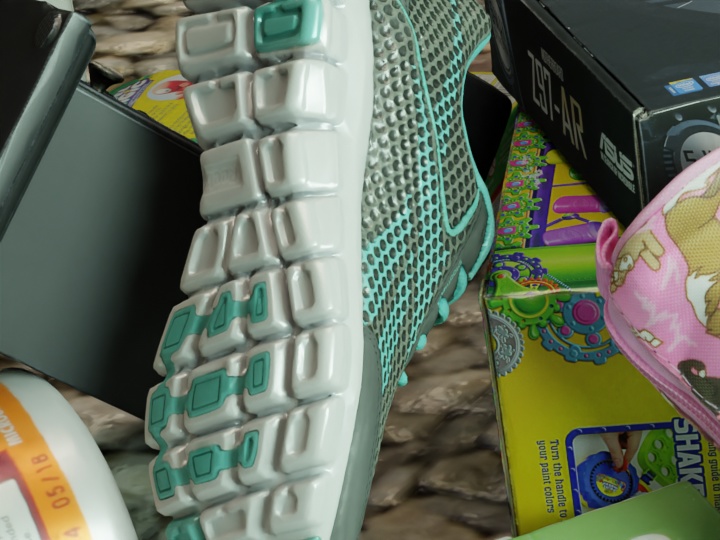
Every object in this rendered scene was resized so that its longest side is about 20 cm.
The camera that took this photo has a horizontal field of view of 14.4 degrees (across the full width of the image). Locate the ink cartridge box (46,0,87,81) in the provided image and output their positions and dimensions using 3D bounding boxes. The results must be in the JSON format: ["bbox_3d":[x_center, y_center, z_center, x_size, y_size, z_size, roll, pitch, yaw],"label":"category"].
[{"bbox_3d":[-0.202,-0.113,1.172,0.146,0.201,0.084,-24,28,-30],"label":"ink cartridge box"}]

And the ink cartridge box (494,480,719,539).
[{"bbox_3d":[0.018,0.127,0.734,0.199,0.060,0.104,-16,25,-13],"label":"ink cartridge box"}]

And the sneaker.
[{"bbox_3d":[0.000,0.000,0.760,0.091,0.201,0.077,14,-13,-40],"label":"sneaker"}]

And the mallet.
[{"bbox_3d":[-0.004,-0.028,0.970,0.041,0.066,0.200,27,-12,-14],"label":"mallet"}]

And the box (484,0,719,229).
[{"bbox_3d":[0.152,-0.073,0.848,0.199,0.044,0.160,-12,25,-9],"label":"box"}]

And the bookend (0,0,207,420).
[{"bbox_3d":[-0.074,-0.009,0.875,0.198,0.092,0.200,28,-4,-32],"label":"bookend"}]

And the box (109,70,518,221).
[{"bbox_3d":[-0.036,-0.039,1.137,0.199,0.049,0.117,4,28,23],"label":"box"}]

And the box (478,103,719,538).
[{"bbox_3d":[0.145,0.010,0.870,0.192,0.123,0.200,-5,24,11],"label":"box"}]

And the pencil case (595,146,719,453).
[{"bbox_3d":[0.144,0.051,0.703,0.086,0.083,0.200,-20,67,-46],"label":"pencil case"}]

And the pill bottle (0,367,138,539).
[{"bbox_3d":[-0.164,0.109,0.774,0.199,0.115,0.114,-19,26,-22],"label":"pill bottle"}]
